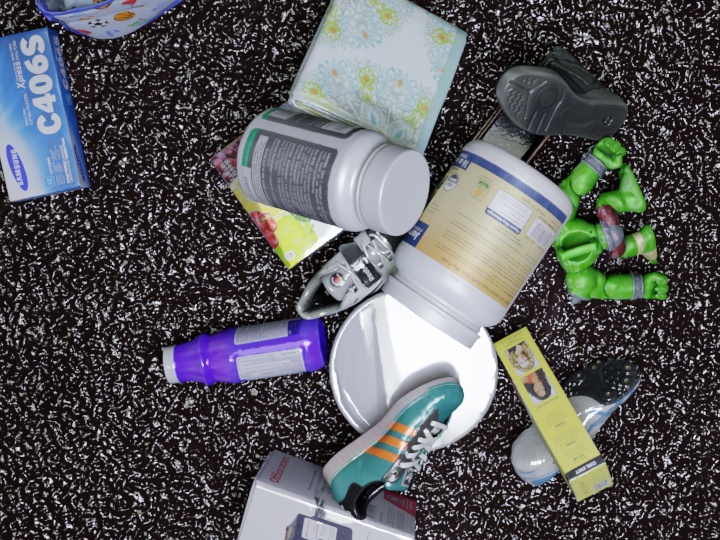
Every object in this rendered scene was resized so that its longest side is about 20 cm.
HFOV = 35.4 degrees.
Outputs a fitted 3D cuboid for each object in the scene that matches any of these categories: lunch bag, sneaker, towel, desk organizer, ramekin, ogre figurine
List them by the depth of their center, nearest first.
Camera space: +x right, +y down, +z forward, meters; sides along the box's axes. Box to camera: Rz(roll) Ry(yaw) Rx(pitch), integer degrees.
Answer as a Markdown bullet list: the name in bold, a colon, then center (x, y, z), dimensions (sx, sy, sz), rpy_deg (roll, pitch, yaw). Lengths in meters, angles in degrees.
- **sneaker**: center (0.051, 0.207, 1.296), dimensions (0.200, 0.071, 0.080), rpy_deg (-42, 57, 13)
- **sneaker**: center (0.213, -0.213, 1.319), dimensions (0.114, 0.199, 0.076), rpy_deg (52, 126, 39)
- **lunch bag**: center (-0.278, -0.357, 1.325), dimensions (0.200, 0.170, 0.124), rpy_deg (-38, 89, 6)
- **towel**: center (0.022, -0.239, 1.334), dimensions (0.171, 0.048, 0.201), rpy_deg (27, 69, -13)
- **sneaker**: center (0.000, 0.000, 1.341), dimensions (0.074, 0.088, 0.200), rpy_deg (48, 121, 2)
- **ogre figurine**: center (0.286, -0.047, 1.353), dimensions (0.119, 0.098, 0.201), rpy_deg (-20, 120, 1)
- **desk organizer**: center (0.143, -0.109, 1.368), dimensions (0.072, 0.077, 0.200), rpy_deg (38, 96, -1)
- **ramekin**: center (0.064, 0.115, 1.383), dimensions (0.201, 0.094, 0.204), rpy_deg (0, 95, 3)
- **sneaker**: center (0.267, 0.185, 1.399), dimensions (0.200, 0.073, 0.072), rpy_deg (-42, 52, -5)

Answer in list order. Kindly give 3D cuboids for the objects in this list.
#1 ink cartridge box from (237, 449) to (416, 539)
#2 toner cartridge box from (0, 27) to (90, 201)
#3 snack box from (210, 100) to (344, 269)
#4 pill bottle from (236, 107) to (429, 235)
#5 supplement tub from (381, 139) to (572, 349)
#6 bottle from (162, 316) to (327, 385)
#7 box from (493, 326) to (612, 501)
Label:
- **ink cartridge box**: center (-0.038, 0.305, 1.378), dimensions (0.199, 0.145, 0.085), rpy_deg (19, 97, 2)
- **toner cartridge box**: center (-0.408, -0.193, 1.409), dimensions (0.095, 0.043, 0.201), rpy_deg (-11, 94, 5)
- **snack box**: center (-0.054, -0.127, 1.383), dimensions (0.200, 0.068, 0.169), rpy_deg (-36, 91, 4)
- **pill bottle**: center (-0.031, -0.108, 1.253), dimensions (0.199, 0.113, 0.114), rpy_deg (19, 96, 33)
- **supplement tub**: center (0.127, -0.028, 1.258), dimensions (0.144, 0.144, 0.200), rpy_deg (34, 91, 0)
- **bottle**: center (-0.142, 0.103, 1.398), dimensions (0.199, 0.084, 0.066), rpy_deg (-9, 101, 3)
- **box**: center (0.226, 0.168, 1.337), dimensions (0.050, 0.075, 0.200), rpy_deg (-28, 54, 2)
